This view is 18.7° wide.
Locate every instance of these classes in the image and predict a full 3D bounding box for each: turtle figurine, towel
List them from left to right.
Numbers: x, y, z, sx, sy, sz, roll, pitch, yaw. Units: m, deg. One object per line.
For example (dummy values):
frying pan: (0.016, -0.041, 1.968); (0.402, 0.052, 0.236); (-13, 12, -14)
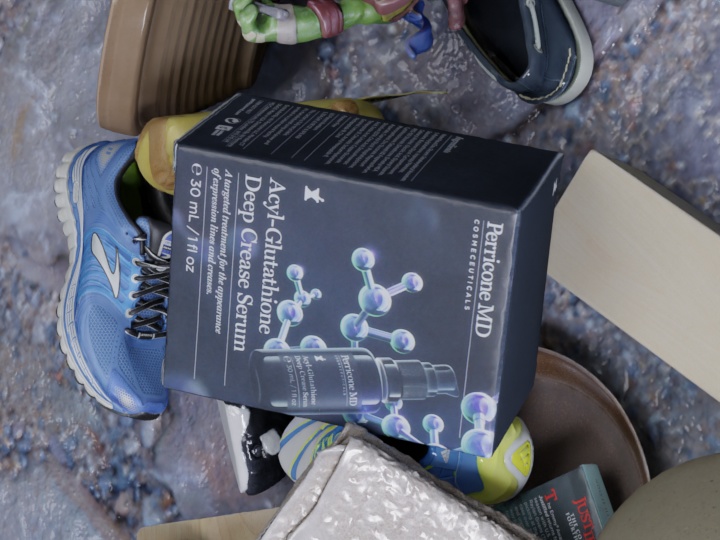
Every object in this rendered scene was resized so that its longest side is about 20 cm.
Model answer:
turtle figurine: (-0.029, -0.208, 1.251); (0.143, 0.194, 0.201); (-35, 82, -12)
towel: (0.036, 0.182, 1.220); (0.199, 0.035, 0.133); (31, 112, -11)

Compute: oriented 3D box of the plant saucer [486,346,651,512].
plant saucer: (0.097, 0.145, 1.315); (0.199, 0.032, 0.202); (-3, 85, 37)

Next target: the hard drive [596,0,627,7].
hard drive: (0.128, -0.221, 1.211); (0.140, 0.199, 0.033); (-50, 60, 24)

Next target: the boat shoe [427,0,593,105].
boat shoe: (0.071, -0.186, 1.340); (0.075, 0.062, 0.201); (-38, 64, 32)

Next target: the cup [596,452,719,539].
cup: (0.198, 0.210, 1.113); (0.199, 0.143, 0.202); (4, 104, 14)

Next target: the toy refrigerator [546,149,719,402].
toy refrigerator: (0.196, 0.018, 1.225); (0.200, 0.070, 0.076); (38, 102, 33)

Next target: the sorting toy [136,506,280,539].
sorting toy: (-0.079, 0.259, 1.420); (0.198, 0.069, 0.202); (-13, 79, 37)

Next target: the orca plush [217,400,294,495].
orca plush: (-0.067, 0.044, 1.450); (0.105, 0.070, 0.201); (93, 163, -60)

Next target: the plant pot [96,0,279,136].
plant pot: (-0.102, -0.178, 1.428); (0.092, 0.201, 0.202); (16, 98, 1)

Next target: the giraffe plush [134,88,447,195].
giraffe plush: (-0.035, -0.023, 1.365); (0.198, 0.172, 0.164); (-4, 95, 20)

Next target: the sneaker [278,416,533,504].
sneaker: (0.002, 0.101, 1.304); (0.199, 0.105, 0.076); (-7, 78, 43)

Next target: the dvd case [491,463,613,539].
dvd case: (0.080, 0.218, 1.291); (0.199, 0.022, 0.147); (-31, 69, 34)

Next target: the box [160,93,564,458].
box: (0.000, 0.000, 1.225); (0.198, 0.107, 0.150); (11, 113, 14)

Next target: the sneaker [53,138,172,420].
sneaker: (-0.157, 0.002, 1.496); (0.089, 0.078, 0.202); (-18, 76, 38)
